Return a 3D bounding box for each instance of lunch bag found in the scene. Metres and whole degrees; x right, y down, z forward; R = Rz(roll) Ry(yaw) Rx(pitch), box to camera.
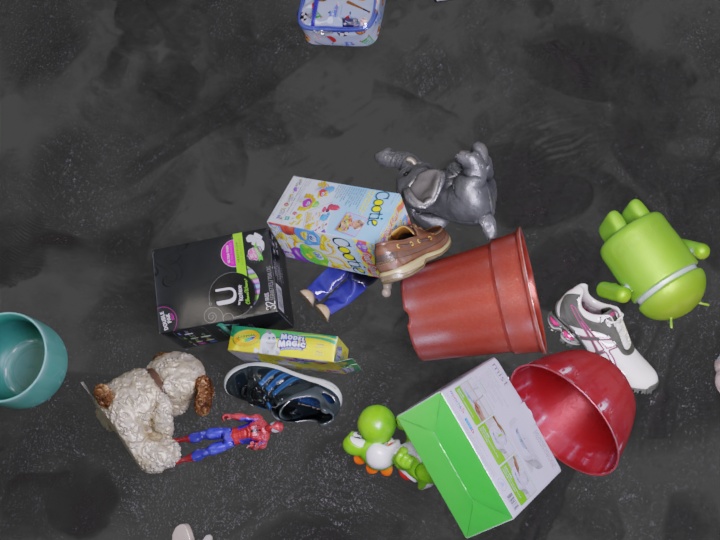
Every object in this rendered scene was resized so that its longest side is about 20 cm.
[{"bbox_3d":[-0.035,-0.504,1.666,0.160,0.076,0.201,7,74,13],"label":"lunch bag"}]

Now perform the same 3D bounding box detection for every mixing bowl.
[{"bbox_3d":[0.333,0.192,1.360,0.108,0.200,0.200,-36,71,-25],"label":"mixing bowl"}]

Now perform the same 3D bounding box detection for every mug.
[{"bbox_3d":[-0.588,0.155,1.532,0.184,0.114,0.153,2,75,10],"label":"mug"}]

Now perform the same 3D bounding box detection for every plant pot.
[{"bbox_3d":[0.174,0.051,1.418,0.195,0.201,0.201,-13,72,13],"label":"plant pot"}]

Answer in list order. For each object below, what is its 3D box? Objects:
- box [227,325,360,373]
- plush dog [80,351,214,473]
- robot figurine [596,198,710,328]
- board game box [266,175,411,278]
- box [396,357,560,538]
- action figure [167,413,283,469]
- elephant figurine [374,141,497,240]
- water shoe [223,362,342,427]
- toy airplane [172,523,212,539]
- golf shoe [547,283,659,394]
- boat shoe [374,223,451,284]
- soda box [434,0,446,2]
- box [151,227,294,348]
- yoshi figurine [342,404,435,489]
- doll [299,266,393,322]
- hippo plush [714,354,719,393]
[{"bbox_3d":[-0.101,0.129,1.466,0.199,0.117,0.049,7,76,10],"label":"box"},{"bbox_3d":[-0.328,0.193,1.453,0.172,0.161,0.200,-34,44,-25],"label":"plush dog"},{"bbox_3d":[0.456,-0.010,1.425,0.175,0.116,0.200,-27,72,-13],"label":"robot figurine"},{"bbox_3d":[-0.031,-0.071,1.487,0.200,0.103,0.105,13,59,27],"label":"board game box"},{"bbox_3d":[0.178,0.252,1.332,0.097,0.176,0.200,-35,82,35],"label":"box"},{"bbox_3d":[-0.224,0.267,1.457,0.199,0.099,0.065,-13,73,2],"label":"action figure"},{"bbox_3d":[0.122,-0.131,1.519,0.199,0.155,0.142,-9,116,16],"label":"elephant figurine"},{"bbox_3d":[-0.131,0.199,1.459,0.199,0.079,0.072,7,115,10],"label":"water shoe"},{"bbox_3d":[-0.235,0.507,1.363,0.200,0.141,0.200,24,79,14],"label":"toy airplane"},{"bbox_3d":[0.384,0.108,1.406,0.200,0.088,0.077,40,40,15],"label":"golf shoe"},{"bbox_3d":[0.082,-0.041,1.412,0.072,0.200,0.068,-17,99,33],"label":"boat shoe"},{"bbox_3d":[0.226,-0.541,1.642,0.199,0.063,0.071,-5,72,6],"label":"soda box"},{"bbox_3d":[-0.226,0.032,1.509,0.199,0.124,0.149,-11,72,6],"label":"box"},{"bbox_3d":[0.072,0.267,1.410,0.199,0.112,0.112,12,68,14],"label":"yoshi figurine"},{"bbox_3d":[0.000,0.000,1.525,0.200,0.048,0.136,-42,63,-12],"label":"doll"},{"bbox_3d":[0.639,0.160,1.358,0.161,0.159,0.200,43,41,0],"label":"hippo plush"}]
